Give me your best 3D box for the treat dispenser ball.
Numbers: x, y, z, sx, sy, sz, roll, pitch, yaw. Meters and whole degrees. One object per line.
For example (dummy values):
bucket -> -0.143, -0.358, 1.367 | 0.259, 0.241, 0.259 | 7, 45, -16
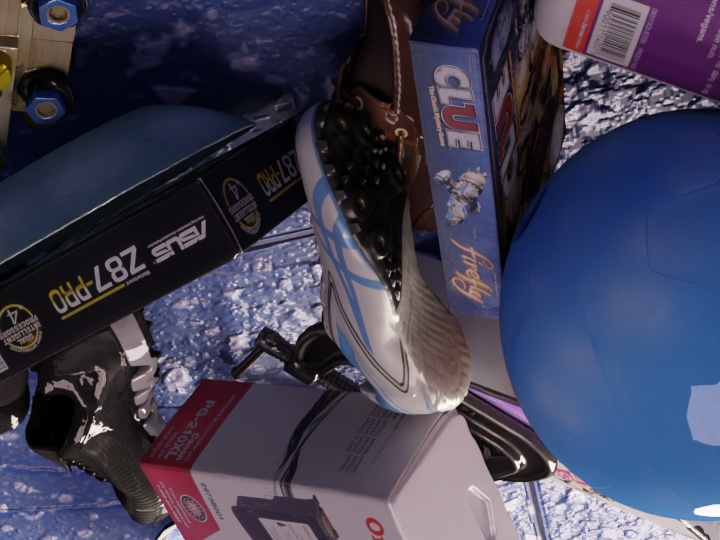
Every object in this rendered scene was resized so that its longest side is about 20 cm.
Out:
treat dispenser ball -> 0.167, 0.022, 0.875 | 0.199, 0.202, 0.202 | -5, 141, -4

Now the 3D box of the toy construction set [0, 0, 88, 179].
toy construction set -> -0.201, -0.114, 0.860 | 0.130, 0.093, 0.200 | 4, 151, -14

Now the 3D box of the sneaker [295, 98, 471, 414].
sneaker -> 0.000, 0.000, 0.937 | 0.072, 0.072, 0.201 | -3, 129, 25

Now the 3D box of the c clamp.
c clamp -> 0.023, 0.081, 1.091 | 0.199, 0.027, 0.171 | 30, 157, -2

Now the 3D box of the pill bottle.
pill bottle -> 0.188, -0.131, 0.831 | 0.198, 0.113, 0.113 | 20, 140, 5

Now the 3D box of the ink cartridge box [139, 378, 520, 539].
ink cartridge box -> -0.015, 0.151, 1.086 | 0.199, 0.085, 0.146 | 3, 131, 38

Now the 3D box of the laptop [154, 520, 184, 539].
laptop -> -0.030, 0.217, 1.272 | 0.198, 0.104, 0.178 | 13, 143, 11

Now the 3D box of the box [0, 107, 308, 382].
box -> -0.122, -0.009, 0.948 | 0.199, 0.161, 0.049 | -27, 98, 23

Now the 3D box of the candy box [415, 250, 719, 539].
candy box -> 0.126, 0.079, 1.090 | 0.167, 0.072, 0.200 | 18, 165, 46

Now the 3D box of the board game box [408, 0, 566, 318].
board game box -> 0.069, -0.089, 0.893 | 0.034, 0.136, 0.201 | 10, 145, 17

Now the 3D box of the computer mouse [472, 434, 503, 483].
computer mouse -> 0.023, 0.118, 1.210 | 0.198, 0.059, 0.034 | 4, 167, -10

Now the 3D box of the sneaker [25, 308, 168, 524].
sneaker -> -0.168, 0.100, 1.123 | 0.090, 0.067, 0.201 | -24, 141, -19

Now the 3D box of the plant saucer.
plant saucer -> -0.149, -0.042, 0.920 | 0.200, 0.201, 0.039 | -28, 95, 23

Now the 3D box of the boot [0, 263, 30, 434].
boot -> -0.292, 0.043, 1.058 | 0.198, 0.070, 0.132 | -9, 140, -17

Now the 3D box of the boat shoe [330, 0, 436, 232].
boat shoe -> 0.019, -0.086, 0.939 | 0.070, 0.071, 0.201 | -12, 141, -1
